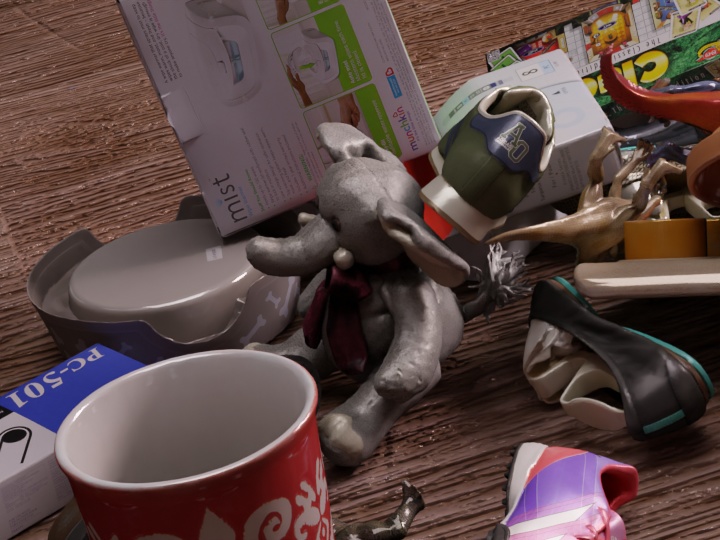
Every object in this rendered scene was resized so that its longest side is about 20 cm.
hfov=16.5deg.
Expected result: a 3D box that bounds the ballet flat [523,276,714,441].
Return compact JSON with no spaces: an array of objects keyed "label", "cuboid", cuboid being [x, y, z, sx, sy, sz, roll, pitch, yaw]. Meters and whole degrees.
[{"label":"ballet flat","cuboid":[0.142,0.056,1.549,0.068,0.068,0.200,-37,25,-10]}]

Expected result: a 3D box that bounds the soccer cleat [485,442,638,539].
[{"label":"soccer cleat","cuboid":[0.109,0.158,1.359,0.073,0.068,0.200,2,26,11]}]

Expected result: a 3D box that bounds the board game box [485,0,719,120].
[{"label":"board game box","cuboid":[0.194,-0.161,1.885,0.200,0.023,0.105,-22,48,16]}]

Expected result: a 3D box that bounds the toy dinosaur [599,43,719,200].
[{"label":"toy dinosaur","cuboid":[0.279,-0.080,1.665,0.181,0.105,0.200,3,-8,33]}]

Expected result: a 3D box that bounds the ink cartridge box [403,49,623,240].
[{"label":"ink cartridge box","cuboid":[0.073,-0.084,1.764,0.200,0.047,0.160,-17,27,-1]}]

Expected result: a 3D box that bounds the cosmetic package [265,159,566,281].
[{"label":"cosmetic package","cuboid":[0.050,-0.054,1.836,0.200,0.052,0.151,6,33,32]}]

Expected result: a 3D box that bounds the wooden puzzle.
[{"label":"wooden puzzle","cuboid":[0.248,-0.016,1.604,0.185,0.046,0.200,-2,5,20]}]

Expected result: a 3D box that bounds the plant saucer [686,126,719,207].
[{"label":"plant saucer","cuboid":[0.304,-0.077,1.552,0.200,0.032,0.200,-3,-14,-1]}]

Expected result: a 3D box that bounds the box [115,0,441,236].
[{"label":"box","cuboid":[-0.061,-0.153,1.753,0.176,0.200,0.097,-23,25,2]}]

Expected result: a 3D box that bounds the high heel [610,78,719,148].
[{"label":"high heel","cuboid":[0.247,-0.152,1.914,0.142,0.071,0.200,-11,41,18]}]

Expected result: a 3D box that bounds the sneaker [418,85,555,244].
[{"label":"sneaker","cuboid":[0.092,-0.078,1.583,0.090,0.067,0.200,-49,3,13]}]

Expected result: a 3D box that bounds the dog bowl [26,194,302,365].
[{"label":"dog bowl","cuboid":[-0.134,0.014,1.767,0.200,0.059,0.200,-10,26,5]}]

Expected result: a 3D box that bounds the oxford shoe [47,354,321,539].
[{"label":"oxford shoe","cuboid":[-0.112,0.113,1.503,0.200,0.073,0.084,-37,27,-17]}]

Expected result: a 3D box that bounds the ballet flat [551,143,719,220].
[{"label":"ballet flat","cuboid":[0.235,-0.056,1.754,0.200,0.068,0.075,-10,47,0]}]

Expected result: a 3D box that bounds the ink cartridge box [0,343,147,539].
[{"label":"ink cartridge box","cuboid":[-0.217,0.119,1.602,0.200,0.044,0.094,-30,32,-33]}]

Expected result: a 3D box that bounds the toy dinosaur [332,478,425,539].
[{"label":"toy dinosaur","cuboid":[0.012,0.178,1.372,0.102,0.077,0.200,-31,34,-11]}]

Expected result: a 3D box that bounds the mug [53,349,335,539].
[{"label":"mug","cuboid":[-0.064,0.150,1.291,0.133,0.200,0.178,-6,25,15]}]

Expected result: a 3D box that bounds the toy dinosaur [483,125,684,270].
[{"label":"toy dinosaur","cuboid":[0.161,-0.037,1.626,0.058,0.101,0.200,33,14,24]}]

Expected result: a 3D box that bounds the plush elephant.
[{"label":"plush elephant","cuboid":[0.000,0.000,1.577,0.200,0.155,0.165,-33,30,-5]}]
